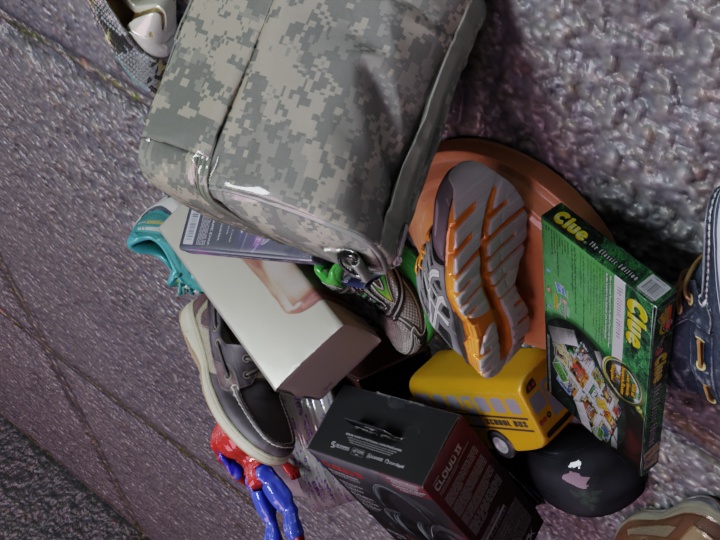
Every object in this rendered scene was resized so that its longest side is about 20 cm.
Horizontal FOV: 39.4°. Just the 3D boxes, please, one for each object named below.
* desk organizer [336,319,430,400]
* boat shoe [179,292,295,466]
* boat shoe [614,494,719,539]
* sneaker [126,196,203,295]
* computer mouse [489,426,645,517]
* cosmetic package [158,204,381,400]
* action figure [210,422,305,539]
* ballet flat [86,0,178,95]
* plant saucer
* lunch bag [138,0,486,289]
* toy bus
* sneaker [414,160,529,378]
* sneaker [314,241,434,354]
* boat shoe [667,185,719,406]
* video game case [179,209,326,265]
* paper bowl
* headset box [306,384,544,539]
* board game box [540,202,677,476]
[{"bbox_3d":[0.042,0.155,1.062,0.076,0.072,0.202,19,144,35],"label":"desk organizer"},{"bbox_3d":[-0.111,0.091,0.952,0.071,0.065,0.201,16,-147,-46],"label":"boat shoe"},{"bbox_3d":[0.267,0.259,0.897,0.075,0.072,0.201,38,152,11],"label":"boat shoe"},{"bbox_3d":[-0.178,0.003,1.136,0.199,0.080,0.078,36,152,14],"label":"sneaker"},{"bbox_3d":[0.179,0.195,0.948,0.139,0.053,0.199,53,152,-16],"label":"computer mouse"},{"bbox_3d":[-0.083,0.013,0.925,0.201,0.087,0.103,51,-172,22],"label":"cosmetic package"},{"bbox_3d":[-0.092,0.205,0.965,0.065,0.051,0.202,-38,79,38],"label":"action figure"},{"bbox_3d":[-0.195,-0.234,0.847,0.071,0.072,0.202,12,140,46],"label":"ballet flat"},{"bbox_3d":[0.111,-0.011,0.776,0.199,0.032,0.201,34,151,21],"label":"plant saucer"},{"bbox_3d":[-0.023,-0.106,0.636,0.166,0.202,0.139,17,170,31],"label":"lunch bag"},{"bbox_3d":[0.110,0.117,0.912,0.199,0.065,0.079,-8,116,57],"label":"toy bus"},{"bbox_3d":[0.072,-0.002,0.730,0.077,0.078,0.202,35,152,34],"label":"sneaker"},{"bbox_3d":[0.000,0.000,0.885,0.077,0.085,0.201,5,134,50],"label":"sneaker"},{"bbox_3d":[0.219,0.018,0.628,0.090,0.071,0.202,19,143,43],"label":"boat shoe"},{"bbox_3d":[-0.077,-0.080,0.831,0.019,0.145,0.199,20,171,-40],"label":"video game case"},{"bbox_3d":[-0.065,0.154,1.063,0.201,0.103,0.204,-17,-90,-88],"label":"paper bowl"},{"bbox_3d":[0.056,0.191,0.922,0.148,0.078,0.200,8,147,45],"label":"headset box"},{"bbox_3d":[0.169,0.054,0.700,0.105,0.023,0.201,47,161,38],"label":"board game box"}]
